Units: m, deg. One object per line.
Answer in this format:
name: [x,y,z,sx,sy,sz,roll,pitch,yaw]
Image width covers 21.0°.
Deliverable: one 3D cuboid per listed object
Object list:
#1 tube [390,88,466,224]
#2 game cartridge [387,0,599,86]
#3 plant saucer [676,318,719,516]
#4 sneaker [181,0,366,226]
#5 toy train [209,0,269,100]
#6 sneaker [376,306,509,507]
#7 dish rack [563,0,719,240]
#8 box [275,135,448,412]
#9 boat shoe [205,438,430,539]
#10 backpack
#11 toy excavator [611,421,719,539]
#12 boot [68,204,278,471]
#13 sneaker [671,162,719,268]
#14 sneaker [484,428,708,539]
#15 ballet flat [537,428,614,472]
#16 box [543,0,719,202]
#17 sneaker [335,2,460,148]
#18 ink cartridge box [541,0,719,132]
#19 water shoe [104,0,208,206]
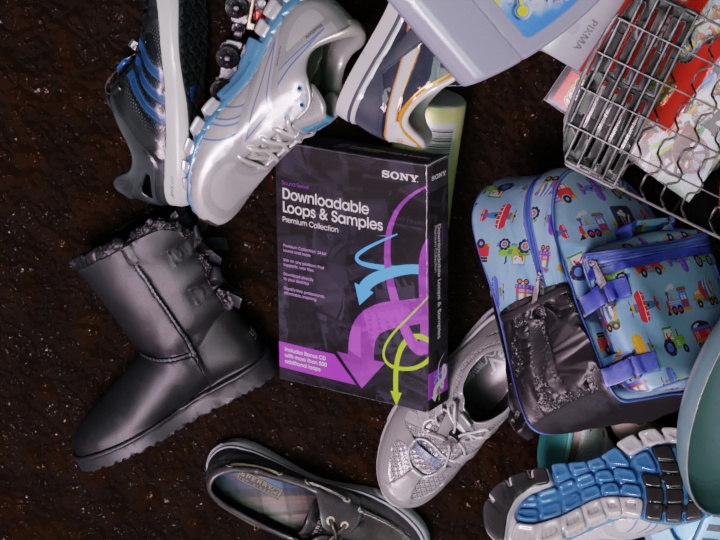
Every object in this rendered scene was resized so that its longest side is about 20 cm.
tube: [0.040,-0.043,1.521,0.052,0.058,0.201,-9,118,-38]
game cartridge: [0.114,-0.230,1.350,0.200,0.040,0.133,-44,107,-2]
plant saucer: [0.285,0.080,1.398,0.027,0.199,0.201,28,114,36]
sneaker: [-0.063,-0.116,1.459,0.087,0.075,0.201,36,103,36]
toy train: [-0.077,-0.217,1.478,0.045,0.034,0.201,11,109,-2]
sneaker: [0.074,0.112,1.547,0.074,0.082,0.201,31,108,-5]
dish rack: [0.248,-0.101,1.384,0.199,0.055,0.154,26,97,-2]
box: [0.000,0.000,1.512,0.142,0.036,0.201,10,110,31]
boat shoe: [-0.038,0.203,1.601,0.199,0.057,0.069,23,109,-2]
backpack: [0.178,0.009,1.434,0.134,0.182,0.201,-29,71,40]
toy excavator: [0.256,0.159,1.546,0.199,0.100,0.196,22,108,7]
boot: [-0.177,0.050,1.556,0.197,0.073,0.163,-29,106,6]
sneaker: [0.306,-0.055,1.464,0.200,0.090,0.070,-41,100,16]
sneaker: [0.196,0.178,1.496,0.199,0.087,0.075,-12,63,6]
ballet flat: [0.170,0.176,1.574,0.071,0.069,0.201,7,114,-16]
box: [0.248,-0.172,1.447,0.136,0.038,0.201,35,108,4]
sneaker: [0.059,-0.183,1.406,0.079,0.078,0.201,30,109,11]
ink cartridge box: [0.182,-0.220,1.411,0.200,0.050,0.163,40,110,17]
water shoe: [-0.162,-0.147,1.491,0.078,0.071,0.201,3,105,15]
